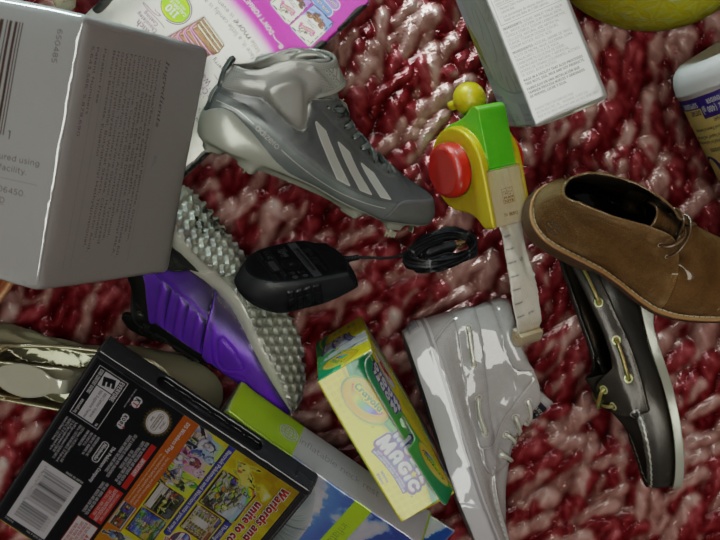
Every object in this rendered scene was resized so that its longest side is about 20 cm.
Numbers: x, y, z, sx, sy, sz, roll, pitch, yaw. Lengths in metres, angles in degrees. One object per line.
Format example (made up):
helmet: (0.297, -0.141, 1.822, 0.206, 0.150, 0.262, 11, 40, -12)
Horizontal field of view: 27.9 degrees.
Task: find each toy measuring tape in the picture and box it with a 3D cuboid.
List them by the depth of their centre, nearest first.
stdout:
toy measuring tape: (0.094, -0.042, 1.094, 0.073, 0.074, 0.200, -12, 94, -3)

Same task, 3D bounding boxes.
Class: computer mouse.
computer mouse: (0.000, 0.000, 1.086, 0.200, 0.059, 0.034, -8, 123, -22)

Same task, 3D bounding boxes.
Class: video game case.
video game case: (-0.156, 0.167, 1.071, 0.181, 0.026, 0.200, 34, 123, -5)

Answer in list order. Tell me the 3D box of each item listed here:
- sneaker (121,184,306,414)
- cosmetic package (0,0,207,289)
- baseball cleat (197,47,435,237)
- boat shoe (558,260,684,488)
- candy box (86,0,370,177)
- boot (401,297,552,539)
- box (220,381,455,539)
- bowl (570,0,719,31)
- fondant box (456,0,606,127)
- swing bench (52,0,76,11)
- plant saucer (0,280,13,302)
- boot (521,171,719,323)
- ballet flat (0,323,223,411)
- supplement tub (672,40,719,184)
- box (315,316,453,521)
sneaker: (-0.123, 0.034, 1.095, 0.099, 0.070, 0.200, -26, 109, 22)
cosmetic package: (-0.221, -0.088, 0.941, 0.165, 0.200, 0.165, 13, 96, 15)
baseball cleat: (-0.016, -0.097, 1.050, 0.200, 0.070, 0.107, 18, 106, -29)
boat shoe: (0.201, 0.074, 1.113, 0.060, 0.072, 0.202, -12, 88, -5)
candy box: (-0.111, -0.180, 1.076, 0.200, 0.061, 0.136, -42, 97, 0)
boot: (0.105, 0.122, 1.109, 0.095, 0.074, 0.200, -18, 98, -2)
box: (-0.044, 0.188, 1.096, 0.200, 0.048, 0.122, 35, 120, -6)
bowl: (0.227, -0.281, 1.065, 0.200, 0.108, 0.201, 0, 95, -4)
fondant box: (0.103, -0.205, 1.045, 0.058, 0.144, 0.200, -22, 96, 0)
swing bench: (-0.164, -0.306, 1.007, 0.199, 0.200, 0.130, -30, 119, 1)
plant saucer: (-0.344, -0.038, 1.069, 0.200, 0.037, 0.201, 1, 84, -11)
boot: (0.221, -0.016, 1.053, 0.200, 0.075, 0.074, 21, 69, -12)
ballet flat: (-0.203, 0.087, 1.090, 0.200, 0.069, 0.070, 10, 94, -5)
supplement tub: (0.335, -0.089, 1.069, 0.145, 0.145, 0.200, -28, 95, -1)
box: (0.015, 0.105, 1.038, 0.048, 0.200, 0.117, -30, 95, -1)
